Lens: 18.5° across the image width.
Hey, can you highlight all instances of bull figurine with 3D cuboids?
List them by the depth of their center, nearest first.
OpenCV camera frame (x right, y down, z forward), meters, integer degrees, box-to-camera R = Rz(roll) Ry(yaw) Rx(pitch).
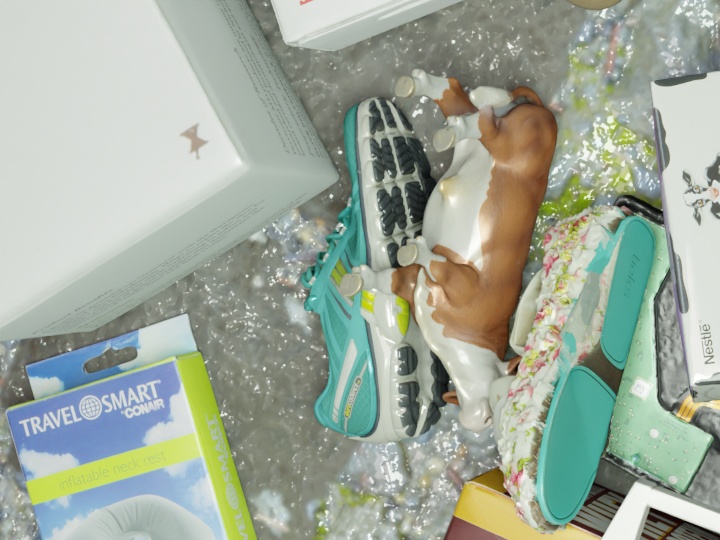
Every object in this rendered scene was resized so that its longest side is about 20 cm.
[{"bbox_3d":[0.057,-0.014,1.225,0.065,0.121,0.200,0,72,40],"label":"bull figurine"}]

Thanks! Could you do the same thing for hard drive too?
[{"bbox_3d":[0.202,0.063,1.228,0.200,0.038,0.140,28,99,14],"label":"hard drive"}]

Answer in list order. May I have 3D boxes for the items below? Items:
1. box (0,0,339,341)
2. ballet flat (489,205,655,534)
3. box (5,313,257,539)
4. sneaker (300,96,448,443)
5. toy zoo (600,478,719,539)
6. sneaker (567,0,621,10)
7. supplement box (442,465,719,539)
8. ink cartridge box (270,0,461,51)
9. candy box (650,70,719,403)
[{"bbox_3d":[-0.159,-0.089,1.265,0.199,0.171,0.200,-30,83,16],"label":"box"},{"bbox_3d":[0.105,0.052,1.174,0.064,0.076,0.200,-3,51,36],"label":"ballet flat"},{"bbox_3d":[-0.134,0.139,1.330,0.122,0.048,0.200,-18,87,17],"label":"box"},{"bbox_3d":[0.000,0.000,1.273,0.080,0.077,0.200,0,90,29],"label":"sneaker"},{"bbox_3d":[0.182,0.189,1.108,0.200,0.020,0.131,19,97,15],"label":"toy zoo"},{"bbox_3d":[0.152,-0.251,1.227,0.071,0.113,0.200,17,127,16],"label":"sneaker"},{"bbox_3d":[0.127,0.234,1.206,0.197,0.133,0.200,22,98,15],"label":"supplement box"},{"bbox_3d":[0.003,-0.243,1.256,0.146,0.086,0.200,-19,87,17],"label":"ink cartridge box"},{"bbox_3d":[0.261,-0.027,1.162,0.200,0.072,0.168,-8,79,8],"label":"candy box"}]
